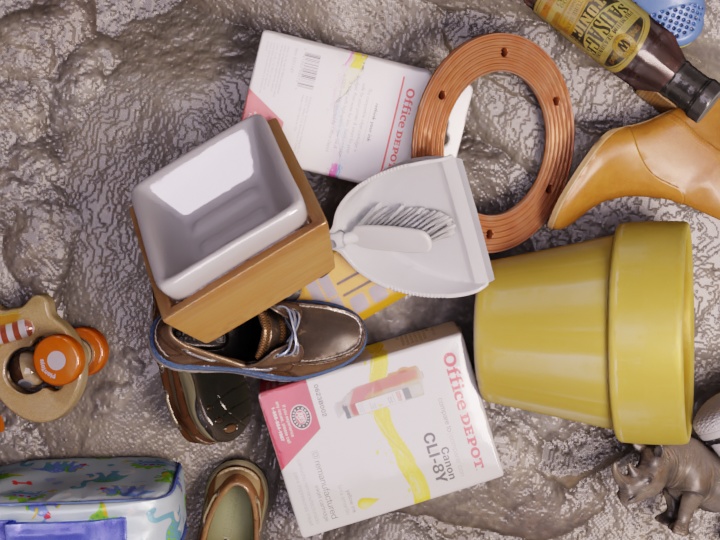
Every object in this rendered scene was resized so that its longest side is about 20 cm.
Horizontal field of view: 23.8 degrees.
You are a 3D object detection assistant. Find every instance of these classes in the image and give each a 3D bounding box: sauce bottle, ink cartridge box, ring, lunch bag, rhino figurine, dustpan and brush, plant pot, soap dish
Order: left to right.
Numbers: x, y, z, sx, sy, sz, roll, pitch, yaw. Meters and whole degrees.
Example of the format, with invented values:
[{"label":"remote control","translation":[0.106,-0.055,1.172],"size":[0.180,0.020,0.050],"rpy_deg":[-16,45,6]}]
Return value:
[{"label":"lunch bag","translation":[-0.261,0.225,1.560],"size":[0.199,0.161,0.083],"rpy_deg":[-2,96,-2]},{"label":"soap dish","translation":[-0.110,-0.036,1.466],"size":[0.157,0.200,0.081],"rpy_deg":[-31,124,3]},{"label":"ink cartridge box","translation":[-0.006,-0.141,1.576],"size":[0.199,0.068,0.117],"rpy_deg":[14,95,-2]},{"label":"dustpan and brush","translation":[0.006,-0.032,1.517],"size":[0.199,0.057,0.140],"rpy_deg":[3,125,32]},{"label":"ink cartridge box","translation":[0.019,0.146,1.599],"size":[0.199,0.083,0.146],"rpy_deg":[-17,96,0]},{"label":"ring","translation":[0.120,-0.116,1.559],"size":[0.200,0.019,0.202],"rpy_deg":[-9,105,-38]},{"label":"plant pot","translation":[0.204,0.055,1.550],"size":[0.188,0.201,0.202],"rpy_deg":[1,96,14]},{"label":"sauce bottle","translation":[0.241,-0.212,1.556],"size":[0.200,0.066,0.066],"rpy_deg":[38,94,11]},{"label":"rhino figurine","translation":[0.306,0.200,1.595],"size":[0.199,0.060,0.088],"rpy_deg":[18,92,-32]}]

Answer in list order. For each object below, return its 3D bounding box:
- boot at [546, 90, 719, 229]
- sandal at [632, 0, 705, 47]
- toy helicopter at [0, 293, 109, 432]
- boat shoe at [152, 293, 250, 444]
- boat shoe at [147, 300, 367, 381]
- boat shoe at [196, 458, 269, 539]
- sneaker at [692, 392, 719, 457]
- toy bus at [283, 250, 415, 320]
[{"label":"boot","translation":[0.281,-0.083,1.584],"size":[0.144,0.071,0.201],"rpy_deg":[38,85,5]},{"label":"sandal","translation":[0.267,-0.300,1.560],"size":[0.079,0.087,0.201],"rpy_deg":[-19,98,-2]},{"label":"toy helicopter","translation":[-0.342,0.062,1.596],"size":[0.200,0.079,0.132],"rpy_deg":[45,102,5]},{"label":"boat shoe","translation":[-0.163,0.065,1.580],"size":[0.075,0.074,0.201],"rpy_deg":[-1,74,-42]},{"label":"boat shoe","translation":[-0.084,0.061,1.509],"size":[0.199,0.072,0.073],"rpy_deg":[-4,82,-17]},{"label":"boat shoe","translation":[-0.129,0.280,1.613],"size":[0.075,0.074,0.201],"rpy_deg":[4,96,-2]},{"label":"sneaker","translation":[0.404,0.134,1.594],"size":[0.200,0.075,0.115],"rpy_deg":[-34,97,-26]},{"label":"toy bus","translation":[0.000,0.000,1.593],"size":[0.199,0.065,0.079],"rpy_deg":[-30,98,1]}]
